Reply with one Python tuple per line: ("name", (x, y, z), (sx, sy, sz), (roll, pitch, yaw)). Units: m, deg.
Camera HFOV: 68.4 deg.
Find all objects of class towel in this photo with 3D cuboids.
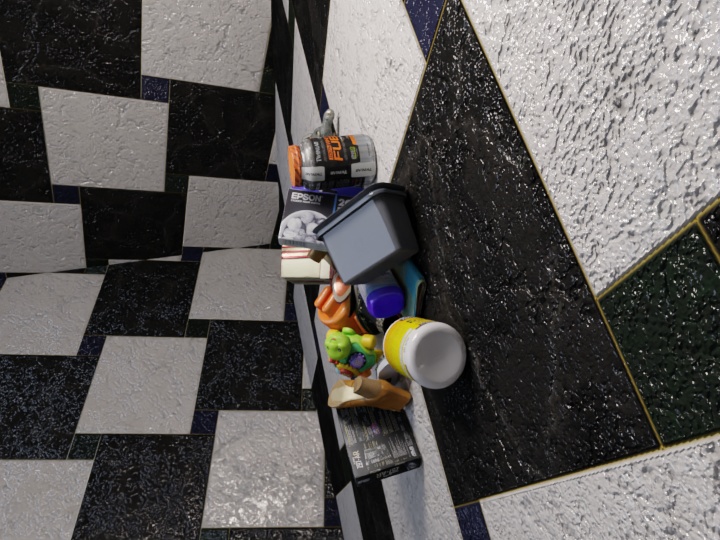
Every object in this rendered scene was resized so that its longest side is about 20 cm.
("towel", (0.094, 0.022, 1.135), (0.201, 0.021, 0.149), (-112, 20, -52))

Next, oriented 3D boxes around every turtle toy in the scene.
("turtle toy", (-0.030, 0.214, 1.372), (0.201, 0.144, 0.102), (61, -138, -47))

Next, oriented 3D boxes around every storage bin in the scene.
("storage bin", (0.024, -0.063, 1.075), (0.199, 0.145, 0.136), (-31, 73, 33))

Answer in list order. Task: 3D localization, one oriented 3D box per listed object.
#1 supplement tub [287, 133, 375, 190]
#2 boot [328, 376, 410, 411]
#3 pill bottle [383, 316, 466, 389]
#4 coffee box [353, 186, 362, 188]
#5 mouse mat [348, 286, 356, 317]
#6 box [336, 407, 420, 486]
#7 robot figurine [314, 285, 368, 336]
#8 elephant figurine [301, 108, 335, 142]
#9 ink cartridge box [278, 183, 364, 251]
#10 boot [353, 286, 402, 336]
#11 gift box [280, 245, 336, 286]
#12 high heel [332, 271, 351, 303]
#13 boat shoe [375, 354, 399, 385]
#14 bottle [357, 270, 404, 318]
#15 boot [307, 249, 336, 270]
("supplement tub", (-0.070, -0.259, 1.276), (0.122, 0.197, 0.125), (171, 90, -76))
("boot", (0.019, 0.310, 1.276), (0.201, 0.142, 0.072), (-36, 36, 53))
("pill bottle", (0.106, 0.142, 0.959), (0.200, 0.107, 0.111), (175, 87, -76))
("coffee box", (-0.028, -0.240, 1.447), (0.123, 0.043, 0.203), (-118, 24, -57))
("mouse mat", (0.000, 0.000, 1.342), (0.161, 0.007, 0.203), (-58, -25, -59))
("box", (0.039, 0.398, 1.278), (0.201, 0.158, 0.044), (-114, 13, -48))
("robot figurine", (-0.038, 0.122, 1.451), (0.200, 0.142, 0.118), (41, -137, -42))
("elephant figurine", (-0.120, -0.379, 1.642), (0.141, 0.153, 0.204), (-1, -85, -61))
("ink cartridge box", (-0.091, -0.146, 1.324), (0.044, 0.194, 0.203), (99, 178, -64))
("boot", (0.046, 0.120, 1.283), (0.154, 0.073, 0.206), (53, 161, 44))
("gift box", (-0.142, -0.038, 1.663), (0.200, 0.183, 0.188), (27, -117, -81))
("high heel", (-0.023, 0.011, 1.412), (0.097, 0.066, 0.202), (75, -148, -60))
("boat shoe", (0.065, 0.232, 1.281), (0.201, 0.067, 0.057), (101, 158, -60))
("bottle", (0.034, 0.026, 1.172), (0.201, 0.082, 0.066), (-114, 13, -58))
("boot", (-0.052, -0.077, 1.442), (0.071, 0.145, 0.201), (42, -169, 24))
